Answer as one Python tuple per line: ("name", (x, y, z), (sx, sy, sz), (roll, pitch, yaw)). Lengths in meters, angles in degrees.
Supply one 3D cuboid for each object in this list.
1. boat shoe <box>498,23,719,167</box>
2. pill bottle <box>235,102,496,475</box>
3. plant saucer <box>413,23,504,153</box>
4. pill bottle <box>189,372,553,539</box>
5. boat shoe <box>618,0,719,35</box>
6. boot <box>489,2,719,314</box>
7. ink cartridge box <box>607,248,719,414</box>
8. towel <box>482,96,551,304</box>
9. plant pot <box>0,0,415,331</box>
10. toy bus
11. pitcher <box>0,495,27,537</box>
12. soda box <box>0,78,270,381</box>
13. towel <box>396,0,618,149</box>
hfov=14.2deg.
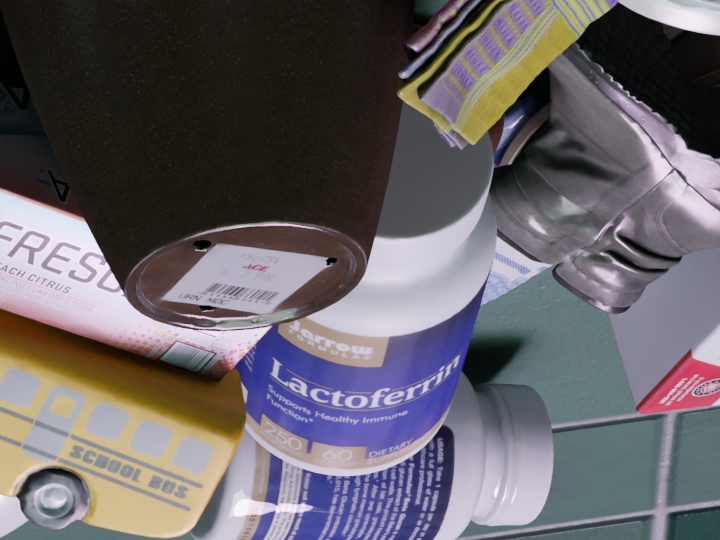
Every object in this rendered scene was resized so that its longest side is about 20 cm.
("boat shoe", (0.138, -0.063, 1.375), (0.072, 0.060, 0.200), (15, 139, -39))
("pill bottle", (0.000, 0.000, 1.328), (0.115, 0.116, 0.200), (-3, 148, -10))
("plant saucer", (-0.029, -0.052, 1.380), (0.200, 0.035, 0.200), (-3, 149, -2))
("pill bottle", (0.003, 0.103, 1.648), (0.199, 0.111, 0.111), (3, 153, -21))
("boat shoe", (0.198, -0.148, 1.245), (0.200, 0.070, 0.072), (-1, 137, -15))
("boot", (0.092, -0.059, 1.307), (0.130, 0.068, 0.200), (-30, 120, 35))
("ink cartridge box", (0.248, 0.002, 1.516), (0.199, 0.084, 0.144), (-5, 155, -22))
("towel", (0.048, -0.025, 1.496), (0.200, 0.024, 0.147), (-26, 147, 30))
("plant pot", (-0.055, -0.085, 1.132), (0.186, 0.201, 0.187), (-7, 155, -3))
("toy bus", (-0.155, 0.049, 1.220), (0.200, 0.065, 0.078), (22, 112, -16))
("pitcher", (-0.146, 0.038, 1.340), (0.200, 0.121, 0.171), (-49, 149, 10))
("soda box", (-0.124, -0.023, 1.184), (0.200, 0.069, 0.064), (21, 129, -32))
("towel", (0.097, -0.122, 1.119), (0.200, 0.023, 0.144), (-40, 167, 1))
